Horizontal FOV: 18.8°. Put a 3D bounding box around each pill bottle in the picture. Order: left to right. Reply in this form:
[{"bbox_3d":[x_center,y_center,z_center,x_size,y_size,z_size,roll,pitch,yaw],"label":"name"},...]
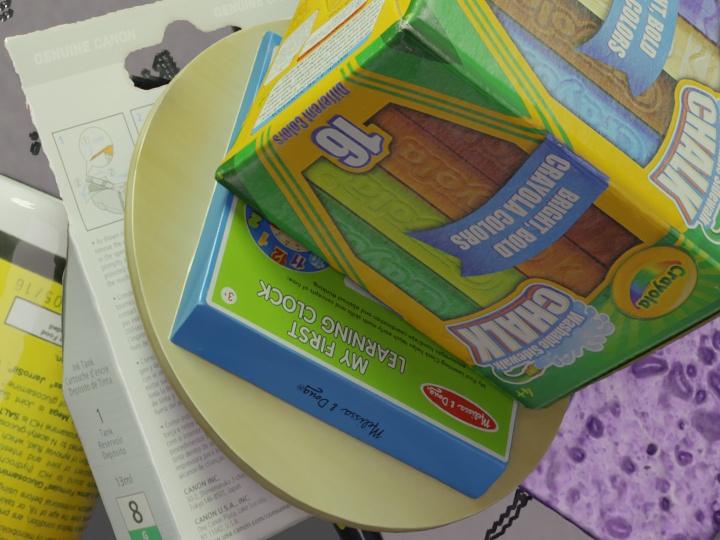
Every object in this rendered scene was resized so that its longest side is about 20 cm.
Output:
[{"bbox_3d":[-0.153,0.067,0.853,0.112,0.112,0.201,23,89,0],"label":"pill bottle"}]

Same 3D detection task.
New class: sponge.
[{"bbox_3d":[0.162,0.036,0.896,0.111,0.030,0.200,36,89,-1],"label":"sponge"}]

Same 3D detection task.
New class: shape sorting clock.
[{"bbox_3d":[0.000,0.000,0.814,0.199,0.039,0.201,17,58,-30],"label":"shape sorting clock"}]

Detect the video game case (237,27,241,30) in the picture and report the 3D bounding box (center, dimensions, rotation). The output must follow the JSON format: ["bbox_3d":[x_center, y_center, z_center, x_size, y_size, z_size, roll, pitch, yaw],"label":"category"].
[{"bbox_3d":[0.076,-0.113,0.895,0.200,0.036,0.182,38,89,0],"label":"video game case"}]

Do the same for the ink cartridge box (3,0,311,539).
[{"bbox_3d":[-0.051,-0.003,0.829,0.161,0.050,0.201,-21,90,-43],"label":"ink cartridge box"}]

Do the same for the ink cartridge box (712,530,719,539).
[{"bbox_3d":[0.198,0.176,0.797,0.116,0.200,0.067,39,89,-21],"label":"ink cartridge box"}]

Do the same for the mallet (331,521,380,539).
[{"bbox_3d":[0.012,0.117,0.881,0.066,0.041,0.201,-23,85,40],"label":"mallet"}]

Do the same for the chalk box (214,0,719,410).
[{"bbox_3d":[0.073,-0.041,0.780,0.200,0.124,0.124,36,50,-16],"label":"chalk box"}]
